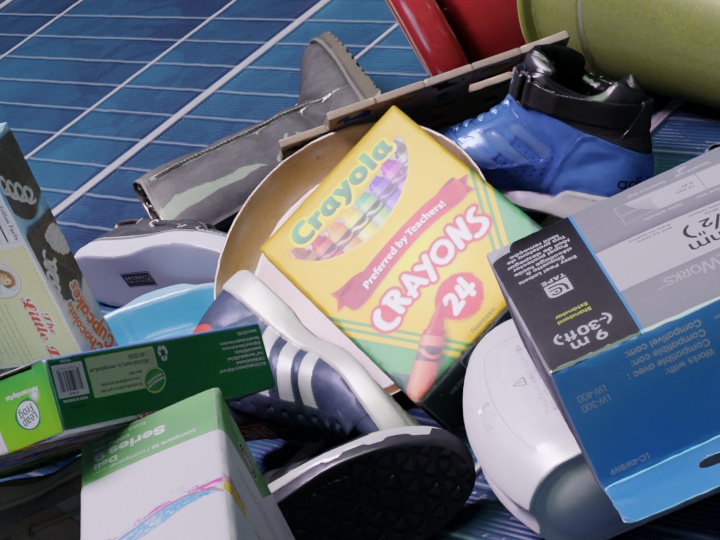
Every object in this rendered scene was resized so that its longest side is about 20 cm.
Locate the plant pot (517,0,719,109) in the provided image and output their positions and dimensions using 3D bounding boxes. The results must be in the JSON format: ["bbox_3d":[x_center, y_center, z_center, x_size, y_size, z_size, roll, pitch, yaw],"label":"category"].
[{"bbox_3d":[0.241,-0.185,1.454,0.200,0.200,0.190,-34,41,-20],"label":"plant pot"}]

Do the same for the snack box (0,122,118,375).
[{"bbox_3d":[-0.231,0.008,1.351,0.116,0.200,0.037,-7,29,31],"label":"snack box"}]

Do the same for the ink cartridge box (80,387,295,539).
[{"bbox_3d":[-0.073,0.176,1.064,0.087,0.145,0.200,-23,27,2],"label":"ink cartridge box"}]

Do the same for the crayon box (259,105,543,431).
[{"bbox_3d":[0.027,-0.012,1.311,0.127,0.051,0.200,-48,52,0],"label":"crayon box"}]

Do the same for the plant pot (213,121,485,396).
[{"bbox_3d":[0.000,0.000,1.369,0.200,0.027,0.200,-13,60,23],"label":"plant pot"}]

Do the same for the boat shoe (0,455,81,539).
[{"bbox_3d":[-0.162,0.150,1.282,0.200,0.072,0.065,-15,65,11],"label":"boat shoe"}]

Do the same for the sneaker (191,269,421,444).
[{"bbox_3d":[-0.038,0.081,1.288,0.085,0.075,0.200,-47,44,-6],"label":"sneaker"}]

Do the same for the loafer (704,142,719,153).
[{"bbox_3d":[0.284,-0.049,1.269,0.200,0.071,0.073,-4,33,34],"label":"loafer"}]

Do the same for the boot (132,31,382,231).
[{"bbox_3d":[-0.081,-0.098,1.668,0.200,0.073,0.182,-32,25,-1],"label":"boot"}]

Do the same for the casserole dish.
[{"bbox_3d":[-0.139,0.076,1.417,0.121,0.039,0.200,-16,28,14],"label":"casserole dish"}]

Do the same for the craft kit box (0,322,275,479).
[{"bbox_3d":[-0.182,0.084,1.204,0.197,0.049,0.200,-17,-5,31],"label":"craft kit box"}]

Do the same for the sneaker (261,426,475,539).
[{"bbox_3d":[-0.035,0.127,1.205,0.200,0.072,0.083,-22,26,4],"label":"sneaker"}]

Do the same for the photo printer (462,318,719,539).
[{"bbox_3d":[0.155,0.063,1.169,0.200,0.069,0.166,-24,28,1],"label":"photo printer"}]

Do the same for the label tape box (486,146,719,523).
[{"bbox_3d":[0.160,0.028,1.084,0.143,0.066,0.200,-24,27,1],"label":"label tape box"}]

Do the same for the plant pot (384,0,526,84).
[{"bbox_3d":[0.105,-0.235,1.617,0.182,0.200,0.200,-30,27,2],"label":"plant pot"}]

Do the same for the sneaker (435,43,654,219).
[{"bbox_3d":[0.098,-0.099,1.408,0.200,0.111,0.077,13,20,28],"label":"sneaker"}]

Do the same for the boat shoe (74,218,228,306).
[{"bbox_3d":[-0.128,-0.011,1.530,0.200,0.069,0.057,2,42,44],"label":"boat shoe"}]

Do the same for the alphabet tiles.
[{"bbox_3d":[0.040,-0.109,1.466,0.200,0.008,0.167,-19,-7,-3],"label":"alphabet tiles"}]
